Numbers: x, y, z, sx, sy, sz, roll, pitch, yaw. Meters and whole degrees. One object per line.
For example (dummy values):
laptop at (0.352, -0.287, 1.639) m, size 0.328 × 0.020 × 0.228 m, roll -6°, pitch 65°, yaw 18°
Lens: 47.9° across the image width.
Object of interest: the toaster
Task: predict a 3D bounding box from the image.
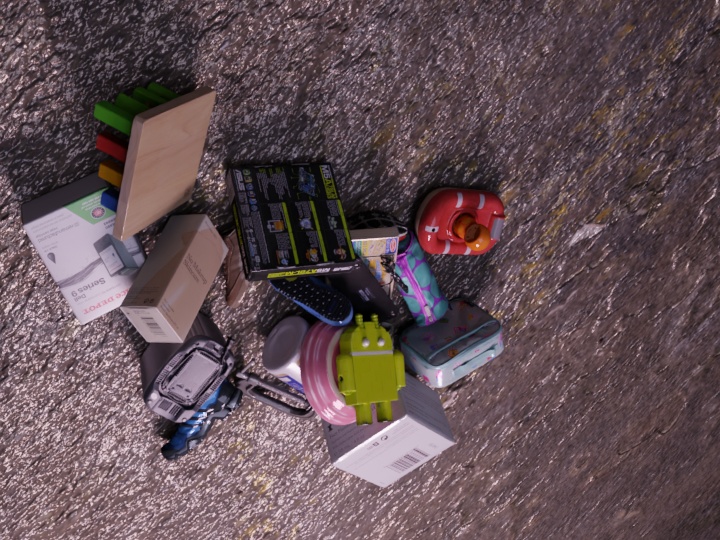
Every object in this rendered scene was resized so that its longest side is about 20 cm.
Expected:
toaster at (-0.311, 0.158, 1.448) m, size 0.113 × 0.129 × 0.201 m, roll 35°, pitch 98°, yaw -36°

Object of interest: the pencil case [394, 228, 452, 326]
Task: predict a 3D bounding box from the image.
pencil case at (0.107, 0.017, 1.599) m, size 0.084 × 0.093 × 0.201 m, roll -25°, pitch 124°, yaw 9°

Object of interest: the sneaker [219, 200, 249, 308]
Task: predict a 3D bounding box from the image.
sneaker at (-0.221, -0.036, 1.440) m, size 0.074 × 0.071 × 0.204 m, roll 16°, pitch 104°, yaw -14°

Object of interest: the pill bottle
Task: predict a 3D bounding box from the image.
pill bottle at (-0.086, 0.187, 1.578) m, size 0.120 × 0.120 × 0.199 m, roll -47°, pitch 126°, yaw 4°

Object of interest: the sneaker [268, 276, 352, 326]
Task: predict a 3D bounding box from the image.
sneaker at (-0.101, 0.039, 1.493) m, size 0.198 × 0.079 × 0.066 m, roll 34°, pitch 78°, yaw 6°

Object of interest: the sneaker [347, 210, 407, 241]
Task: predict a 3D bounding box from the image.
sneaker at (-0.008, -0.051, 1.529) m, size 0.196 × 0.078 × 0.086 m, roll -12°, pitch 132°, yaw -8°

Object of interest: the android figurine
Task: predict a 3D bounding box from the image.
android figurine at (0.018, 0.181, 1.502) m, size 0.180 × 0.041 × 0.205 m, roll 7°, pitch 76°, yaw -49°

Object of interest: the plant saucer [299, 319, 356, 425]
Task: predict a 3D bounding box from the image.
plant saucer at (-0.028, 0.184, 1.515) m, size 0.199 × 0.050 × 0.205 m, roll 19°, pitch 64°, yaw -46°

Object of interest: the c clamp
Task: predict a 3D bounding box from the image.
c clamp at (-0.161, 0.238, 1.552) m, size 0.198 × 0.170 × 0.028 m, roll 29°, pitch 58°, yaw -21°

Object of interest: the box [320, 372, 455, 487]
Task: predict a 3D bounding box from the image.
box at (0.054, 0.321, 1.665) m, size 0.198 × 0.132 × 0.199 m, roll -36°, pitch 137°, yaw 18°

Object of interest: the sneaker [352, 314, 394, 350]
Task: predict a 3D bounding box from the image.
sneaker at (0.044, 0.152, 1.653) m, size 0.090 × 0.067 × 0.199 m, roll -46°, pitch 123°, yaw 9°

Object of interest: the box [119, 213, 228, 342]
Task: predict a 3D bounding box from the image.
box at (-0.302, 0.010, 1.331) m, size 0.076 × 0.202 × 0.096 m, roll -1°, pitch 140°, yaw 26°

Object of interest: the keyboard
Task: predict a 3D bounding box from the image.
keyboard at (0.027, 0.031, 1.513) m, size 0.125 × 0.021 × 0.201 m, roll -21°, pitch 139°, yaw 15°

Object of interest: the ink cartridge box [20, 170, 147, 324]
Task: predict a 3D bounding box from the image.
ink cartridge box at (-0.434, -0.037, 1.312) m, size 0.144 × 0.084 × 0.203 m, roll -26°, pitch 124°, yaw -11°

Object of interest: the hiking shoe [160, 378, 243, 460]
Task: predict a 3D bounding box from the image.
hiking shoe at (-0.318, 0.276, 1.556) m, size 0.200 × 0.074 × 0.087 m, roll -43°, pitch 101°, yaw 2°

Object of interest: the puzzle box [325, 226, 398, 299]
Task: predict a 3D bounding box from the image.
puzzle box at (0.000, 0.000, 1.507) m, size 0.130 × 0.026 × 0.202 m, roll -5°, pitch 140°, yaw -7°

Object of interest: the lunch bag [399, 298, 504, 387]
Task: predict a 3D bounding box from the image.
lunch bag at (0.191, 0.145, 1.657) m, size 0.198 × 0.160 × 0.078 m, roll -29°, pitch 124°, yaw -19°

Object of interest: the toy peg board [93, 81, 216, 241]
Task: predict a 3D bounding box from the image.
toy peg board at (-0.331, -0.185, 1.244) m, size 0.097 × 0.200 × 0.202 m, roll 27°, pitch 121°, yaw 9°

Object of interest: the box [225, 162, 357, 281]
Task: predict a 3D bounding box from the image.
box at (-0.119, -0.087, 1.380) m, size 0.189 × 0.203 × 0.048 m, roll -5°, pitch 156°, yaw -26°

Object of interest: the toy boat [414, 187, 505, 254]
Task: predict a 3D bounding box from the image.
toy boat at (0.205, -0.081, 1.571) m, size 0.196 × 0.131 × 0.133 m, roll 0°, pitch 115°, yaw -26°
